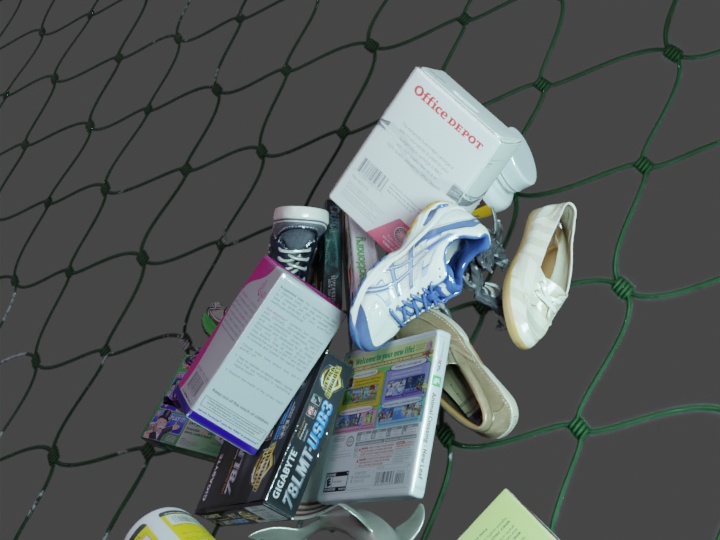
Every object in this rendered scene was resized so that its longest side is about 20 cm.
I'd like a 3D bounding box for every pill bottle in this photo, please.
[{"bbox_3d":[0.120,-0.110,1.683,0.198,0.109,0.110,-22,43,27],"label":"pill bottle"},{"bbox_3d":[-0.195,0.370,1.541,0.112,0.111,0.199,-51,38,-7],"label":"pill bottle"}]

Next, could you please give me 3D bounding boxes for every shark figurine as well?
[{"bbox_3d":[-0.018,0.289,1.474,0.213,0.090,0.129,8,61,44],"label":"shark figurine"}]

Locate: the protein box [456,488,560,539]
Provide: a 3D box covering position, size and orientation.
[{"bbox_3d":[0.152,0.356,1.215,0.199,0.135,0.200,-46,37,-2],"label":"protein box"}]

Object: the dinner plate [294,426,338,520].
[{"bbox_3d":[-0.045,0.217,1.612,0.199,0.024,0.202,-25,43,26],"label":"dinner plate"}]

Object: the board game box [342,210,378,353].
[{"bbox_3d":[0.000,0.000,1.689,0.034,0.127,0.201,0,45,-5],"label":"board game box"}]

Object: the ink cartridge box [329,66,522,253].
[{"bbox_3d":[0.079,-0.123,1.594,0.146,0.083,0.201,43,112,18],"label":"ink cartridge box"}]

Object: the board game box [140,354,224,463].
[{"bbox_3d":[-0.199,0.187,1.776,0.199,0.029,0.136,6,60,45],"label":"board game box"}]

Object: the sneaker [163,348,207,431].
[{"bbox_3d":[-0.165,0.109,1.650,0.201,0.087,0.074,-56,25,10],"label":"sneaker"}]

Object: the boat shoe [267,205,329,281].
[{"bbox_3d":[-0.082,-0.023,1.699,0.200,0.074,0.094,123,151,-79],"label":"boat shoe"}]

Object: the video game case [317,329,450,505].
[{"bbox_3d":[0.025,0.169,1.480,0.199,0.022,0.184,-20,55,57],"label":"video game case"}]

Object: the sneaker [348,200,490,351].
[{"bbox_3d":[0.066,0.013,1.487,0.088,0.075,0.201,32,84,43],"label":"sneaker"}]

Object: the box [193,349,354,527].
[{"bbox_3d":[-0.107,0.205,1.585,0.198,0.049,0.202,-19,43,56],"label":"box"}]

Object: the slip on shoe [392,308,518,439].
[{"bbox_3d":[0.095,0.112,1.488,0.200,0.060,0.076,51,116,28],"label":"slip on shoe"}]

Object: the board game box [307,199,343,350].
[{"bbox_3d":[-0.052,0.025,1.724,0.136,0.028,0.202,114,162,-46],"label":"board game box"}]

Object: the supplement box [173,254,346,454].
[{"bbox_3d":[-0.120,0.098,1.561,0.201,0.103,0.101,-57,21,2],"label":"supplement box"}]

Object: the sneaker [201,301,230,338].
[{"bbox_3d":[-0.139,0.074,1.770,0.199,0.078,0.086,18,86,47],"label":"sneaker"}]

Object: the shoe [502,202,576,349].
[{"bbox_3d":[0.212,0.001,1.530,0.053,0.070,0.202,-18,43,41],"label":"shoe"}]

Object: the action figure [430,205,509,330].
[{"bbox_3d":[0.123,0.022,1.572,0.201,0.101,0.119,-51,33,19],"label":"action figure"}]
